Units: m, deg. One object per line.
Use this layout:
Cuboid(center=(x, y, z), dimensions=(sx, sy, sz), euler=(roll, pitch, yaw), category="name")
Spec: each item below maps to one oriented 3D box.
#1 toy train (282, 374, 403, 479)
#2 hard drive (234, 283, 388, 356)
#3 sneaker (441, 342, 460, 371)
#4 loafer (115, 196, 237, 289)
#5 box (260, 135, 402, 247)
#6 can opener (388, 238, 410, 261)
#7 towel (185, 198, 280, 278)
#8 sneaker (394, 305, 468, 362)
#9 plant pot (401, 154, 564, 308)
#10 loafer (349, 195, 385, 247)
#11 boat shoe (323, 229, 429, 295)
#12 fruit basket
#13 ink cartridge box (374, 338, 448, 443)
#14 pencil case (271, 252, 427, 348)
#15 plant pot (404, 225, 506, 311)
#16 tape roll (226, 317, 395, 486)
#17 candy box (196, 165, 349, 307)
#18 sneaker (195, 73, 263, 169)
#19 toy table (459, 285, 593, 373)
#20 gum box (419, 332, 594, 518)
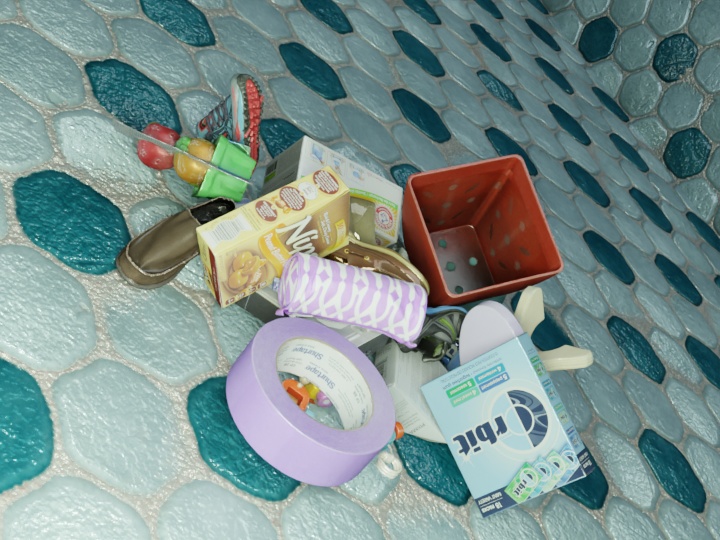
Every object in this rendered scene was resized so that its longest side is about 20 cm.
Cuboid(center=(-0.038, 0.192, 1.273), dimensions=(0.199, 0.056, 0.151), euler=(34, 31, -10), category="toy train")
Cuboid(center=(-0.069, 0.055, 1.371), dimensions=(0.199, 0.038, 0.139), euler=(33, 25, 20), category="hard drive")
Cuboid(center=(0.170, 0.144, 1.579), dimensions=(0.082, 0.074, 0.200), euler=(16, 29, -47), category="sneaker")
Cuboid(center=(-0.233, -0.048, 1.295), dimensions=(0.073, 0.071, 0.200), euler=(44, 45, 4), category="loafer")
Cuboid(center=(-0.044, -0.106, 1.574), dimensions=(0.199, 0.112, 0.102), euler=(26, 57, -30), category="box")
Cuboid(center=(0.055, -0.037, 1.694), dimensions=(0.200, 0.053, 0.066), euler=(48, 39, 14), category="can opener")
Cuboid(center=(-0.138, -0.042, 1.435), dimensions=(0.199, 0.024, 0.146), euler=(36, 24, 21), category="towel")
Cuboid(center=(0.106, 0.096, 1.473), dimensions=(0.199, 0.070, 0.083), euler=(7, 59, -53), category="sneaker")
Cuboid(center=(0.168, -0.039, 1.581), dimensions=(0.198, 0.176, 0.202), euler=(-12, 72, -19), category="plant pot")
Cuboid(center=(0.005, -0.014, 1.486), dimensions=(0.067, 0.202, 0.076), euler=(-11, 12, -15), category="loafer")
Cuboid(center=(0.000, 0.000, 1.400), dimensions=(0.199, 0.072, 0.068), euler=(29, 51, 9), category="boat shoe")
Cuboid(center=(-0.244, -0.165, 1.388), dimensions=(0.199, 0.094, 0.185), euler=(29, -3, -13), category="fruit basket")
Cuboid(center=(0.096, 0.188, 1.472), dimensions=(0.200, 0.057, 0.163), euler=(52, 23, -24), category="ink cartridge box")
Cuboid(center=(-0.011, 0.038, 1.308), dimensions=(0.198, 0.084, 0.086), euler=(13, 73, -18), category="pencil case")
Cuboid(center=(0.194, -0.019, 1.762), dimensions=(0.199, 0.135, 0.201), euler=(31, 31, -21), category="plant pot")
Cuboid(center=(-0.057, 0.152, 1.187), dimensions=(0.199, 0.066, 0.201), euler=(28, 31, -19), category="tape roll")
Cuboid(center=(-0.109, -0.044, 1.306), dimensions=(0.199, 0.116, 0.055), euler=(-27, 59, -20), category="candy box")
Cuboid(center=(-0.198, -0.206, 1.476), dimensions=(0.095, 0.201, 0.080), euler=(14, 48, 2), category="sneaker")
Cuboid(center=(0.230, 0.125, 1.462), dimensions=(0.117, 0.202, 0.183), euler=(-24, 36, -38), category="toy table")
Cuboid(center=(0.196, 0.212, 1.370), dimensions=(0.044, 0.169, 0.202), euler=(-12, 74, -59), category="gum box")
